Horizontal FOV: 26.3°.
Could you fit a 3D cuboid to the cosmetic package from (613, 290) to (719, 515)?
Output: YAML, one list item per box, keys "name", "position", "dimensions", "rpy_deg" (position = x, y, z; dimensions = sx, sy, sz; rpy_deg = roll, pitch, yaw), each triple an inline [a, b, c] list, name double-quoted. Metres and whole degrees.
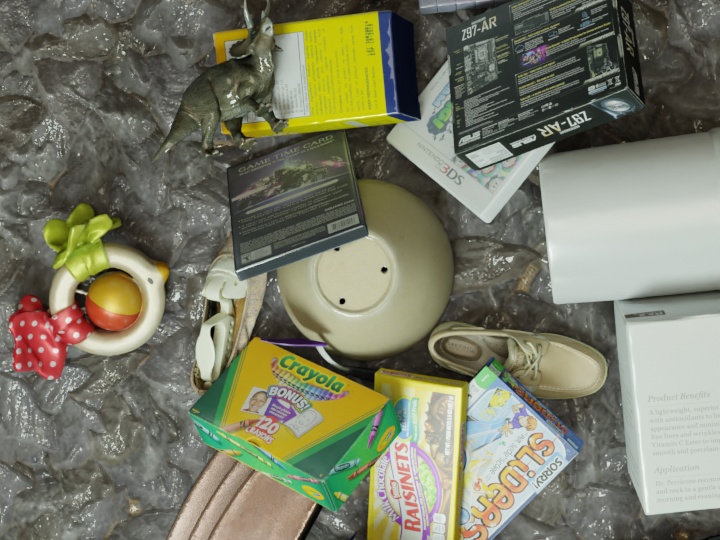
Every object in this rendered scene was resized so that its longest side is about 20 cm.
- name: "cosmetic package"
  position: [0.356, 0.129, 1.594]
  dimensions: [0.163, 0.165, 0.202]
  rpy_deg: [-5, 97, 5]

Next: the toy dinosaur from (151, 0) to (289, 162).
- name: "toy dinosaur"
  position: [-0.137, -0.178, 1.590]
  dimensions: [0.199, 0.077, 0.103]
  rpy_deg: [-37, 64, 24]

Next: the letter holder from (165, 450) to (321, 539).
- name: "letter holder"
  position: [-0.143, 0.296, 1.688]
  dimensions: [0.141, 0.101, 0.201]
  rpy_deg: [29, 94, 6]

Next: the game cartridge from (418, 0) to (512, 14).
- name: "game cartridge"
  position: [0.119, -0.384, 1.666]
  dimensions: [0.128, 0.038, 0.202]
  rpy_deg: [-6, 82, 10]

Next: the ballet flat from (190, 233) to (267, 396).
- name: "ballet flat"
  position: [-0.148, 0.047, 1.692]
  dimensions: [0.067, 0.067, 0.202]
  rpy_deg: [8, 91, 30]

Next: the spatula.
- name: "spatula"
  position: [-0.026, 0.096, 1.646]
  dimensions: [0.056, 0.199, 0.021]
  rpy_deg: [7, 76, 46]

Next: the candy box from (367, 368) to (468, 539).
- name: "candy box"
  position: [0.060, 0.210, 1.648]
  dimensions: [0.101, 0.026, 0.202]
  rpy_deg: [8, 106, 22]

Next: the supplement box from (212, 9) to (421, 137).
- name: "supplement box"
  position: [-0.045, -0.207, 1.648]
  dimensions: [0.198, 0.109, 0.110]
  rpy_deg: [-4, 90, 15]

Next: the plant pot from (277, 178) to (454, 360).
- name: "plant pot"
  position: [0.000, 0.000, 1.650]
  dimensions: [0.198, 0.134, 0.203]
  rpy_deg: [0, 91, 5]

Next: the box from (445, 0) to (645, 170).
- name: "box"
  position: [0.184, -0.208, 1.573]
  dimensions: [0.199, 0.043, 0.162]
  rpy_deg: [-20, 57, 29]

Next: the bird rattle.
- name: "bird rattle"
  position: [-0.298, 0.034, 1.700]
  dimensions: [0.161, 0.113, 0.202]
  rpy_deg: [17, 96, -12]

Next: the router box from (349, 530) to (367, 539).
- name: "router box"
  position: [0.036, 0.371, 1.623]
  dimensions: [0.179, 0.200, 0.049]
  rpy_deg: [43, 95, 4]

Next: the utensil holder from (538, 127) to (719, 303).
- name: "utensil holder"
  position: [0.291, -0.055, 1.605]
  dimensions: [0.198, 0.170, 0.172]
  rpy_deg: [-5, 91, 7]

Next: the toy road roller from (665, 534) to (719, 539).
- name: "toy road roller"
  position: [0.342, 0.356, 1.619]
  dimensions: [0.198, 0.146, 0.124]
  rpy_deg: [-11, 90, 5]

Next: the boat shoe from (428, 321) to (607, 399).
- name: "boat shoe"
  position: [0.170, 0.098, 1.670]
  dimensions: [0.198, 0.065, 0.073]
  rpy_deg: [12, 92, 5]

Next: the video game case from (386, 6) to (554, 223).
- name: "video game case"
  position: [0.141, -0.174, 1.634]
  dimensions: [0.201, 0.024, 0.182]
  rpy_deg: [-51, 47, 4]

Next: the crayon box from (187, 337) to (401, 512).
- name: "crayon box"
  position: [-0.070, 0.160, 1.629]
  dimensions: [0.199, 0.059, 0.119]
  rpy_deg: [21, 57, 35]

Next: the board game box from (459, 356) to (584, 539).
- name: "board game box"
  position: [0.126, 0.210, 1.661]
  dimensions: [0.135, 0.034, 0.200]
  rpy_deg: [42, 114, 4]

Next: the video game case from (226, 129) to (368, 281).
- name: "video game case"
  position: [-0.071, -0.075, 1.636]
  dimensions: [0.142, 0.201, 0.019]
  rpy_deg: [-19, 125, 6]
